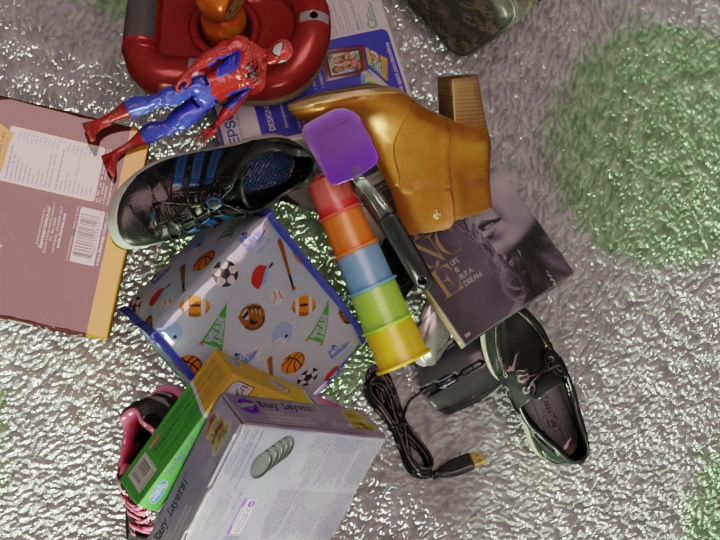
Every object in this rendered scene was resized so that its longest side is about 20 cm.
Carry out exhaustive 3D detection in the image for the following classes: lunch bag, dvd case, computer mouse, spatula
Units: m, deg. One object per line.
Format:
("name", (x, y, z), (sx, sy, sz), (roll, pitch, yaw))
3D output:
("lunch bag", (0.119, -0.344, 1.336), (0.200, 0.139, 0.168), (47, 64, -7))
("dvd case", (0.101, -0.043, 1.309), (0.148, 0.016, 0.201), (-30, 79, -23))
("lunch bag", (-0.107, 0.057, 1.285), (0.170, 0.124, 0.200), (-45, 118, -9))
("computer mouse", (0.114, 0.131, 1.360), (0.198, 0.046, 0.142), (-24, 91, -10))
("spatula", (0.017, -0.061, 1.228), (0.056, 0.021, 0.201), (-26, 116, 16))

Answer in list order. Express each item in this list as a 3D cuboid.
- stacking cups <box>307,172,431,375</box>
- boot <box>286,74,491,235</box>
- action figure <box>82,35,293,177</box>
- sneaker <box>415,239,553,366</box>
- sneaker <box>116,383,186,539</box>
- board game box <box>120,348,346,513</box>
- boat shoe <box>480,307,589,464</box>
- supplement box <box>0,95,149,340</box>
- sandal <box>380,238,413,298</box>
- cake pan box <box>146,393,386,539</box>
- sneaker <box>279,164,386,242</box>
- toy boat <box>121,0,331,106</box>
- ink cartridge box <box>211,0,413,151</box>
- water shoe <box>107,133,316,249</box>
("stacking cups", (0.000, 0.000, 1.280), (0.060, 0.060, 0.202), (-25, 88, -10))
("boot", (0.032, -0.105, 1.247), (0.198, 0.071, 0.146), (-7, 102, -15))
("action figure", (-0.148, -0.154, 1.177), (0.198, 0.052, 0.066), (-31, 122, -6))
("sneaker", (0.123, 0.019, 1.337), (0.082, 0.075, 0.201), (34, 76, 10))
("sneaker", (-0.206, 0.213, 1.262), (0.078, 0.095, 0.203), (4, 95, 23))
("board game box", (-0.107, 0.173, 1.247), (0.199, 0.040, 0.154), (29, 101, -47))
("boat shoe", (0.182, 0.117, 1.331), (0.074, 0.066, 0.202), (-27, 113, -17))
("supplement box", (-0.316, -0.050, 1.249), (0.197, 0.133, 0.200), (13, 86, -9))
("sandal", (0.075, -0.033, 1.345), (0.045, 0.075, 0.201), (31, 77, 36))
("cake pan box", (-0.091, 0.215, 1.225), (0.183, 0.052, 0.202), (11, 113, -41))
("sneaker", (-0.048, -0.100, 1.336), (0.198, 0.072, 0.073), (30, 62, -6))
("toy boat", (-0.125, -0.235, 1.225), (0.197, 0.131, 0.132), (2, 68, -3))
("ink cartridge box", (-0.063, -0.214, 1.315), (0.197, 0.047, 0.200), (-13, 70, -7))
("water shoe", (-0.135, -0.076, 1.193), (0.198, 0.079, 0.072), (-26, 111, -21))
